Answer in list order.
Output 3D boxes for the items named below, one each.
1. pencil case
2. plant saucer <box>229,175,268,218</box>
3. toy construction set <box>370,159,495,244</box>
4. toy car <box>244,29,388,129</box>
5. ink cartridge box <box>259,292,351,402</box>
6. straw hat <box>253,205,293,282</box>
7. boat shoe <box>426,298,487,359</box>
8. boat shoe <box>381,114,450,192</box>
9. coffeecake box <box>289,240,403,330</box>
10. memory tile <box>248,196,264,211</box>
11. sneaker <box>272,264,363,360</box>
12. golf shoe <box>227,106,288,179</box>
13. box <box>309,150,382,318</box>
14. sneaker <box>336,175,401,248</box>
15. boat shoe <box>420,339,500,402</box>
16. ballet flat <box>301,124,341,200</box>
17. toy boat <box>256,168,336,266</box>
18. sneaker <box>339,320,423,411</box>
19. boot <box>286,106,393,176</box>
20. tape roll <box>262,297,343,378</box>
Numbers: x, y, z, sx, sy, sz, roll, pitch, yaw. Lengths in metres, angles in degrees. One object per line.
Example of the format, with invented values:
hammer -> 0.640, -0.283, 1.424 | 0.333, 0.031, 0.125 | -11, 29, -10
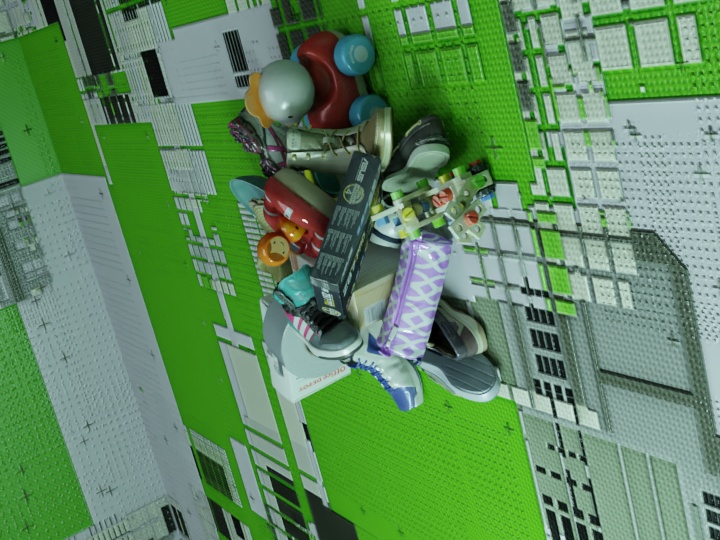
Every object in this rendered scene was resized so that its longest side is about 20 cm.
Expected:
pencil case -> 0.078, 0.036, 1.615 | 0.083, 0.085, 0.203 | 21, 102, 40
plant saucer -> -0.154, -0.117, 1.982 | 0.198, 0.036, 0.200 | 33, 164, 11
toy construction set -> 0.113, -0.093, 1.478 | 0.199, 0.130, 0.094 | 9, 119, 59
toy car -> -0.091, -0.265, 1.651 | 0.183, 0.198, 0.180 | 12, 120, 59
ink cartridge box -> -0.102, 0.128, 2.025 | 0.085, 0.144, 0.203 | 33, 138, 45
straw hat -> -0.143, -0.027, 1.927 | 0.200, 0.086, 0.201 | 33, 164, 11
boat shoe -> 0.118, 0.090, 1.678 | 0.199, 0.064, 0.073 | 27, 133, 53
boat shoe -> 0.080, -0.166, 1.560 | 0.201, 0.071, 0.062 | 142, 128, -68
coffeecake box -> 0.000, 0.000, 1.730 | 0.199, 0.152, 0.074 | 32, 139, 49
memory tile -> -0.109, -0.067, 1.931 | 0.200, 0.017, 0.153 | 43, 163, -19
sneaker -> -0.072, 0.055, 1.651 | 0.199, 0.083, 0.122 | 26, 145, 55
golf shoe -> -0.148, -0.216, 1.932 | 0.201, 0.092, 0.072 | 53, 158, -24
box -> -0.018, -0.050, 1.551 | 0.048, 0.203, 0.162 | 16, 162, 9
sneaker -> 0.021, -0.115, 1.714 | 0.200, 0.076, 0.081 | 46, 123, 44
boat shoe -> 0.159, 0.162, 1.674 | 0.062, 0.072, 0.199 | 53, 167, -32
ballet flat -> -0.072, -0.167, 1.762 | 0.202, 0.066, 0.068 | -101, 27, -44
toy boat -> -0.109, -0.063, 1.634 | 0.130, 0.131, 0.200 | 35, 161, 5
sneaker -> 0.023, 0.157, 1.850 | 0.080, 0.114, 0.202 | -17, 95, 64
boot -> -0.033, -0.189, 1.576 | 0.200, 0.152, 0.073 | 122, 155, -70
tape roll -> -0.072, 0.089, 1.881 | 0.066, 0.198, 0.203 | 39, 142, 40
